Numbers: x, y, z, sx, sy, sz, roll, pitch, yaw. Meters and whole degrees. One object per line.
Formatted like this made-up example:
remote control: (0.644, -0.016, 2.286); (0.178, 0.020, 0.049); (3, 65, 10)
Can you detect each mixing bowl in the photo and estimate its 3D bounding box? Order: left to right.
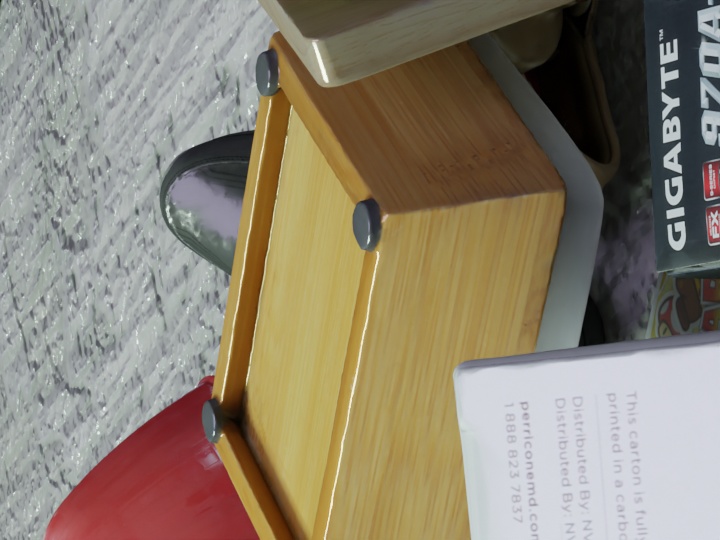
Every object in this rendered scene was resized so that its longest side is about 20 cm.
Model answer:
mixing bowl: (-0.084, 0.159, 1.327); (0.200, 0.108, 0.201); (161, 90, -75)

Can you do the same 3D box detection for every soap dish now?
soap dish: (0.009, 0.020, 0.985); (0.157, 0.081, 0.200); (-121, 35, -53)

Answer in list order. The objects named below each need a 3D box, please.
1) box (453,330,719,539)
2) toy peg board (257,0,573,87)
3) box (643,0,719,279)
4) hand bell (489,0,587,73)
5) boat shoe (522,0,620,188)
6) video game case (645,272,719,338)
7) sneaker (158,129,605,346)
box: (0.147, 0.114, 0.817); (0.200, 0.131, 0.199); (-8, 83, 36)
toy peg board: (0.046, -0.166, 0.977); (0.199, 0.200, 0.098); (-122, 13, -66)
box: (0.168, -0.076, 0.781); (0.046, 0.200, 0.159); (-11, 80, 59)
hand bell: (0.084, -0.110, 1.025); (0.200, 0.104, 0.104); (-17, 73, 36)
boat shoe: (0.065, -0.107, 1.155); (0.069, 0.074, 0.200); (-34, 58, 40)
video game case: (0.167, -0.031, 0.985); (0.182, 0.023, 0.200); (-138, 54, -58)
sneaker: (0.000, 0.000, 1.152); (0.200, 0.079, 0.076); (23, 115, 19)
